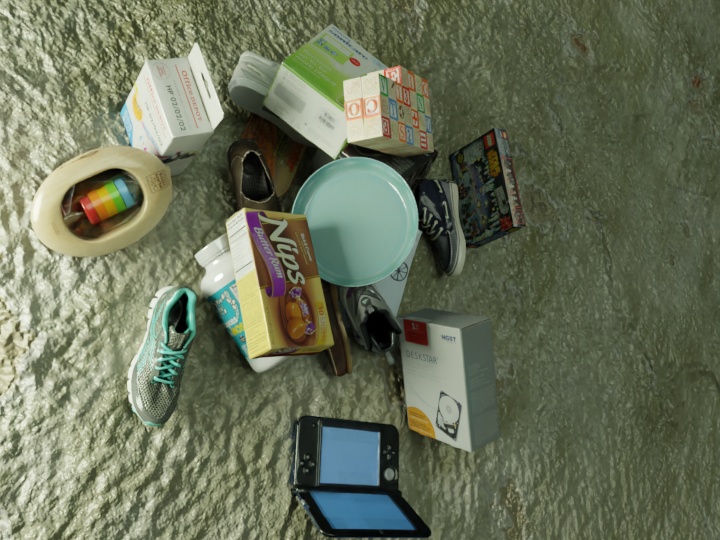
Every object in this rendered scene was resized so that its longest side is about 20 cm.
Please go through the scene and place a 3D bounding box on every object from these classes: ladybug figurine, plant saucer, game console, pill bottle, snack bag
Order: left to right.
[{"bbox_3d":[-0.355,-0.099,0.922,0.198,0.072,0.138,-27,115,-24],"label":"ladybug figurine"},{"bbox_3d":[-0.166,0.043,1.000,0.110,0.110,0.202,-37,96,-36],"label":"pill bottle"},{"bbox_3d":[-0.009,-0.073,1.023,0.196,0.027,0.205,-1,78,6],"label":"plant saucer"},{"bbox_3d":[0.000,0.000,1.129,0.186,0.021,0.204,14,96,-28],"label":"snack bag"},{"bbox_3d":[0.004,0.316,1.024,0.197,0.118,0.174,14,68,-31],"label":"game console"}]

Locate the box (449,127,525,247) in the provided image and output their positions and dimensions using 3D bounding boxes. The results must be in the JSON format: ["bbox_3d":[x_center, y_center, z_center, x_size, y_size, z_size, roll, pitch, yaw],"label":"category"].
[{"bbox_3d":[0.251,-0.162,1.330,0.039,0.136,0.204,1,74,-36],"label":"box"}]

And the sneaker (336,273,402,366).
[{"bbox_3d":[0.030,0.106,1.064,0.077,0.141,0.201,-31,135,-1],"label":"sneaker"}]

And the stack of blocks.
[{"bbox_3d":[0.046,-0.244,1.009,0.199,0.058,0.118,-7,92,-63],"label":"stack of blocks"}]

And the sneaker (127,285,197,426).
[{"bbox_3d":[-0.269,0.110,0.920,0.076,0.091,0.204,14,68,-28],"label":"sneaker"}]

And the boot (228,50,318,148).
[{"bbox_3d":[-0.122,-0.291,1.116,0.198,0.073,0.097,28,55,-28],"label":"boot"}]

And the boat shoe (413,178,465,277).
[{"bbox_3d":[0.143,-0.086,1.282,0.091,0.075,0.204,8,63,-25],"label":"boat shoe"}]

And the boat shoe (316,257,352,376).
[{"bbox_3d":[-0.064,0.079,1.068,0.069,0.070,0.204,-17,102,-16],"label":"boat shoe"}]

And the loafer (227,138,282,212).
[{"bbox_3d":[-0.162,-0.103,1.042,0.072,0.071,0.203,-21,108,-12],"label":"loafer"}]

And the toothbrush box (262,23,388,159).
[{"bbox_3d":[-0.044,-0.293,1.072,0.145,0.086,0.201,37,40,-3],"label":"toothbrush box"}]

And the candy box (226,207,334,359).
[{"bbox_3d":[-0.114,0.018,0.940,0.115,0.056,0.204,3,68,-44],"label":"candy box"}]

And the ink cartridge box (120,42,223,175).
[{"bbox_3d":[-0.275,-0.223,0.954,0.067,0.199,0.117,-18,85,-36],"label":"ink cartridge box"}]

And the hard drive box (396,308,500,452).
[{"bbox_3d":[0.145,0.176,1.107,0.076,0.155,0.204,-13,100,-36],"label":"hard drive box"}]

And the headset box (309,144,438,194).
[{"bbox_3d":[0.021,-0.184,1.134,0.148,0.078,0.200,38,41,11],"label":"headset box"}]

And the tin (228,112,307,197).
[{"bbox_3d":[-0.153,-0.205,1.132,0.111,0.042,0.203,29,60,-19],"label":"tin"}]
